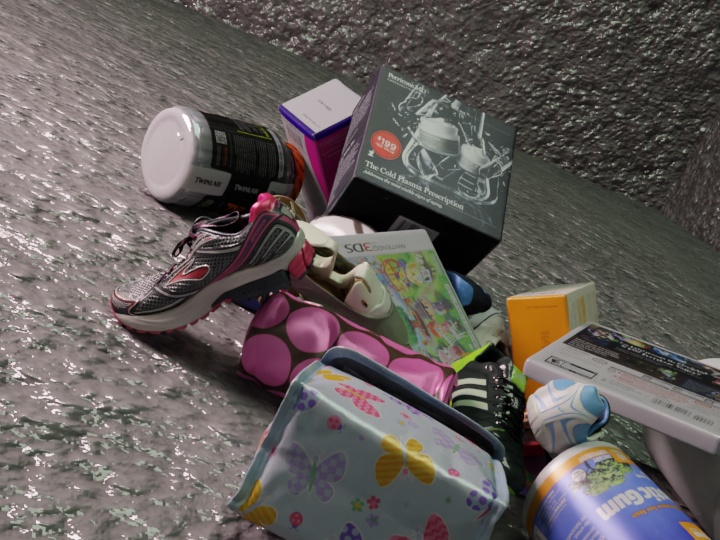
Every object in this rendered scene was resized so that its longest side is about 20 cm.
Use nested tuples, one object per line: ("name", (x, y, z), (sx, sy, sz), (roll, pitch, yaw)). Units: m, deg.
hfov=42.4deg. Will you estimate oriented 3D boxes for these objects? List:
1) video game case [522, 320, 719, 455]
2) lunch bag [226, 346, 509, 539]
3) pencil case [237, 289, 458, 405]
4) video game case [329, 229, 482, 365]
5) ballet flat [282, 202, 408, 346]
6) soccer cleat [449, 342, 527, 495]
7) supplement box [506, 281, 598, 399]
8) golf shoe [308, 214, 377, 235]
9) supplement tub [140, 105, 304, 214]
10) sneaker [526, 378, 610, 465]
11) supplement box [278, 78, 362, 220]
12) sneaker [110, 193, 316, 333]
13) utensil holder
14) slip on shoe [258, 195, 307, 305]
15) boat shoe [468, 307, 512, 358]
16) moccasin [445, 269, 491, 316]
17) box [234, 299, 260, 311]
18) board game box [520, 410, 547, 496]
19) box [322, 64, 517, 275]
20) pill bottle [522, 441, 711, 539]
("video game case", (0.291, 0.113, 0.951), (0.198, 0.024, 0.181), (21, 21, 29))
("lunch bag", (0.015, 0.144, 0.690), (0.168, 0.128, 0.200), (29, 2, 7))
("pencil case", (-0.009, 0.088, 0.830), (0.198, 0.091, 0.094), (25, 49, 9))
("video game case", (0.041, 0.049, 0.965), (0.181, 0.022, 0.202), (-6, 63, -41))
("ballet flat", (-0.025, 0.007, 0.883), (0.199, 0.064, 0.068), (36, 44, -10))
("soccer cleat", (0.120, 0.126, 0.841), (0.068, 0.081, 0.200), (46, 10, -20))
("supplement box", (0.242, 0.085, 1.142), (0.073, 0.128, 0.199), (-5, 1, 24))
("golf shoe", (0.000, 0.000, 1.050), (0.199, 0.078, 0.094), (37, 18, 24))
("supplement tub", (-0.176, -0.138, 1.218), (0.199, 0.124, 0.122), (7, 26, -46))
("sneaker", (0.200, 0.146, 0.871), (0.200, 0.072, 0.073), (47, 30, -69))
("supplement box", (-0.031, -0.148, 1.311), (0.103, 0.202, 0.101), (-29, 44, -18))
("sneaker", (-0.139, -0.007, 0.824), (0.075, 0.198, 0.081), (60, 19, -24))
("utensil holder", (0.422, 0.212, 1.017), (0.168, 0.172, 0.200), (21, 15, -16))
("slip on shoe", (-0.080, 0.020, 0.952), (0.075, 0.060, 0.202), (10, 55, -42))
("boat shoe", (0.146, 0.095, 1.101), (0.069, 0.071, 0.200), (33, 16, 16))
("moccasin", (0.078, 0.033, 1.133), (0.068, 0.081, 0.199), (19, 0, -35))
("box", (-0.055, 0.040, 1.041), (0.198, 0.033, 0.121), (28, 17, 0))
("board game box", (0.155, 0.162, 0.975), (0.157, 0.039, 0.200), (25, 17, -4))
("box", (0.077, -0.121, 1.149), (0.198, 0.104, 0.184), (22, 55, -14))
("pill bottle", (0.227, 0.239, 0.741), (0.111, 0.113, 0.200), (14, 20, -34))
